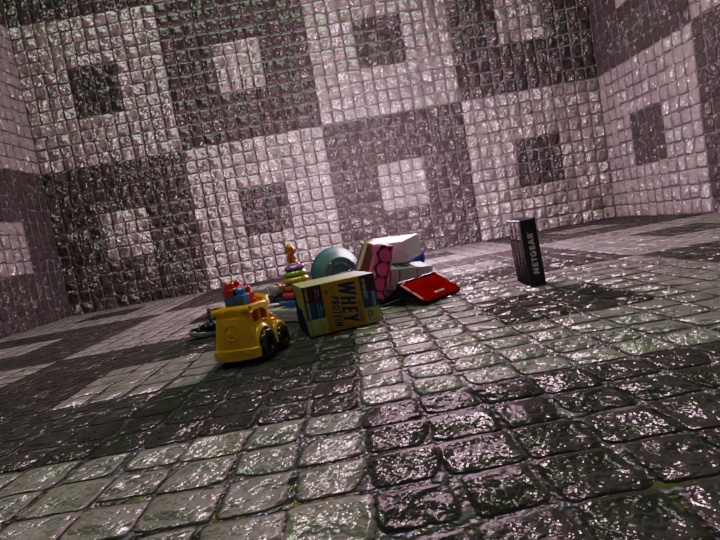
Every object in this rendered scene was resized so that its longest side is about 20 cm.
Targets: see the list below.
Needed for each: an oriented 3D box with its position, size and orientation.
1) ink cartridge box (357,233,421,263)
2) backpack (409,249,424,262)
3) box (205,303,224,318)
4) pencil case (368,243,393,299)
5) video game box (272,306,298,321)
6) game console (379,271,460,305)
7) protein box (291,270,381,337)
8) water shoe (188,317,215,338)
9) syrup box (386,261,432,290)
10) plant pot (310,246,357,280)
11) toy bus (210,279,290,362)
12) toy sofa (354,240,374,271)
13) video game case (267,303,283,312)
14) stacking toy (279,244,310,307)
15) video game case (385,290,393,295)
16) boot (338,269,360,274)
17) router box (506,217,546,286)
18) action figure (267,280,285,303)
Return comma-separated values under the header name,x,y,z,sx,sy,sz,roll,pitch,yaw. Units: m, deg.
name,x,y,z,sx,sy,sz,roll,pitch,yaw
ink cartridge box,0.109,-0.078,1.990,0.199,0.086,0.147,-7,12,32
backpack,0.183,-0.023,2.154,0.167,0.163,0.200,10,4,32
box,-0.555,0.159,2.242,0.199,0.038,0.137,-12,5,-19
pencil case,0.057,0.003,1.812,0.093,0.201,0.091,13,-7,-40
video game box,-0.157,0.126,1.746,0.182,0.047,0.200,-9,4,44
game console,0.189,0.084,1.674,0.172,0.119,0.200,33,32,34
protein box,-0.072,0.088,1.470,0.199,0.136,0.198,-12,4,-14
water shoe,-0.463,0.166,1.714,0.199,0.079,0.071,-11,5,-14
syrup box,0.161,0.019,1.926,0.199,0.082,0.079,-4,12,-30
plant pot,-0.086,0.008,2.030,0.199,0.201,0.188,-11,4,-9
toy bus,-0.270,0.114,1.267,0.135,0.193,0.200,-10,3,17
toy sofa,0.000,0.000,1.884,0.097,0.201,0.083,7,-14,42
video game case,-0.290,0.140,2.007,0.199,0.023,0.182,-10,5,-9
stacking toy,-0.218,0.013,1.740,0.116,0.201,0.110,-10,4,24
video game case,0.052,0.079,1.978,0.199,0.024,0.182,-7,6,38
boot,-0.053,0.069,1.672,0.069,0.132,0.200,-7,5,24
router box,0.504,-0.059,1.596,0.051,0.201,0.149,-12,6,3
action figure,-0.292,0.077,2.031,0.199,0.105,0.193,-4,-2,34
